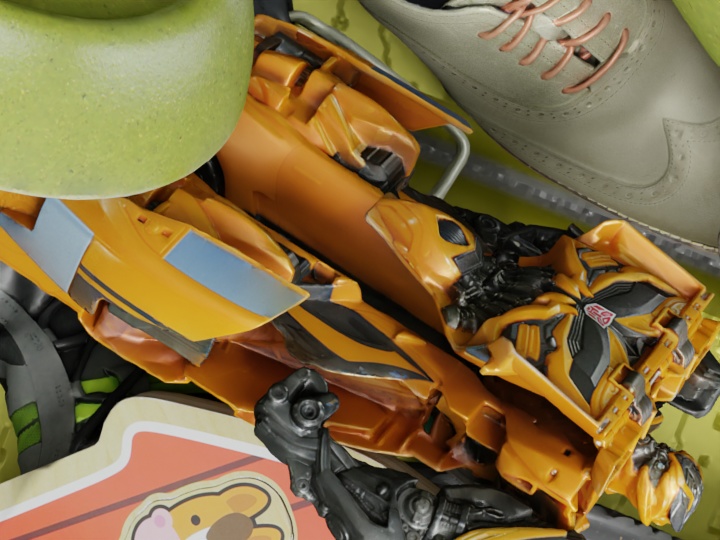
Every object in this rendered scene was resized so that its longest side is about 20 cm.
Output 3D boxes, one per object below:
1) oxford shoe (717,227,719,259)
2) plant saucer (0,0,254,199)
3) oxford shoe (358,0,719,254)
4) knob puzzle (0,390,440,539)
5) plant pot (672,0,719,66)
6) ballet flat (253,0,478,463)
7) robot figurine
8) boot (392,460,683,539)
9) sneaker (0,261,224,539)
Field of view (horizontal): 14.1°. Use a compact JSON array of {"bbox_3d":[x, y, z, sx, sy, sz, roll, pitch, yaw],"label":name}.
[{"bbox_3d":[0.135,0.054,0.745,0.084,0.073,0.200,-36,113,-30],"label":"oxford shoe"},{"bbox_3d":[-0.101,-0.102,0.672,0.200,0.200,0.031,37,121,-8],"label":"plant saucer"},{"bbox_3d":[0.046,-0.067,0.807,0.200,0.074,0.071,36,101,-6],"label":"oxford shoe"},{"bbox_3d":[-0.027,0.126,0.736,0.220,0.030,0.220,4,99,26],"label":"knob puzzle"},{"bbox_3d":[0.101,-0.150,0.639,0.187,0.187,0.200,-17,112,-5],"label":"plant pot"},{"bbox_3d":[0.012,-0.004,0.817,0.073,0.073,0.200,-37,95,-2],"label":"ballet flat"},{"bbox_3d":[0.000,0.000,0.718,0.200,0.145,0.058,31,128,10],"label":"robot figurine"},{"bbox_3d":[0.062,0.135,0.771,0.200,0.070,0.132,25,83,-22],"label":"boot"},{"bbox_3d":[-0.064,0.041,0.803,0.071,0.083,0.200,-22,97,-4],"label":"sneaker"}]
